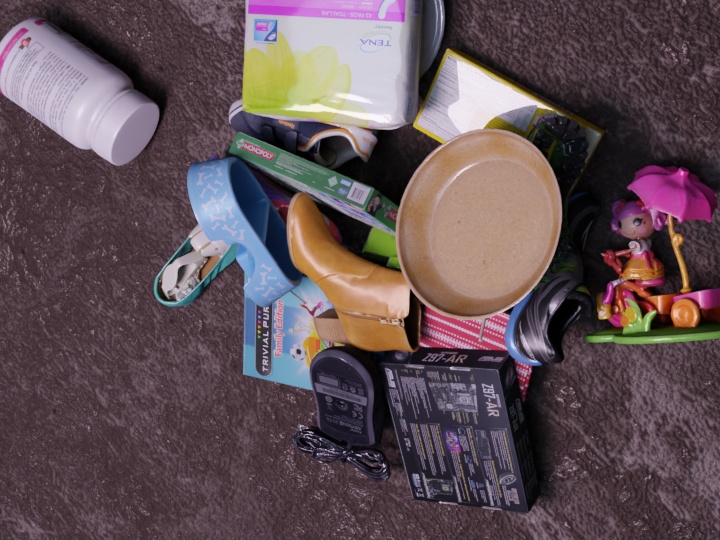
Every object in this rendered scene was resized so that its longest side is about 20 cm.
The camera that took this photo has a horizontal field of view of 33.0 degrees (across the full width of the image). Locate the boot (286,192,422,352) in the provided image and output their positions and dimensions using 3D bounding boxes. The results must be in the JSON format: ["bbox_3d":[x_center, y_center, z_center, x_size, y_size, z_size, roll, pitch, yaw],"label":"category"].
[{"bbox_3d":[0.000,0.001,1.418,0.144,0.071,0.202,0,114,33],"label":"boot"}]

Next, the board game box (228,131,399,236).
[{"bbox_3d":[-0.040,-0.096,1.409,0.200,0.135,0.029,25,88,30],"label":"board game box"}]

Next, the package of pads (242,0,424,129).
[{"bbox_3d":[-0.032,-0.239,1.354,0.200,0.068,0.155,6,101,17],"label":"package of pads"}]

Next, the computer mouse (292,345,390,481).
[{"bbox_3d":[-0.016,0.161,1.490,0.138,0.053,0.200,19,132,20],"label":"computer mouse"}]

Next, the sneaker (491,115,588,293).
[{"bbox_3d":[0.190,-0.066,1.311,0.078,0.085,0.200,19,94,-6],"label":"sneaker"}]

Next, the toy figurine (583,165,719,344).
[{"bbox_3d":[0.318,-0.019,1.302,0.200,0.150,0.185,-7,88,52],"label":"toy figurine"}]

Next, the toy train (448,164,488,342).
[{"bbox_3d":[0.101,-0.024,1.359,0.116,0.085,0.201,3,81,42],"label":"toy train"}]

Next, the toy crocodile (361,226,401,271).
[{"bbox_3d":[0.095,-0.016,1.431,0.200,0.062,0.068,9,69,26],"label":"toy crocodile"}]

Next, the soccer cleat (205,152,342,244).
[{"bbox_3d":[-0.110,-0.085,1.505,0.200,0.077,0.067,23,135,-3],"label":"soccer cleat"}]

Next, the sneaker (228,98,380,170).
[{"bbox_3d":[-0.073,-0.164,1.443,0.200,0.078,0.080,0,70,25],"label":"sneaker"}]

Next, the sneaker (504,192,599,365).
[{"bbox_3d":[0.226,0.012,1.330,0.083,0.071,0.200,13,77,39],"label":"sneaker"}]

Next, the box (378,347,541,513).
[{"bbox_3d":[0.119,0.190,1.453,0.160,0.044,0.200,0,116,32],"label":"box"}]

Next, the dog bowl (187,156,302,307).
[{"bbox_3d":[-0.129,-0.048,1.418,0.049,0.112,0.200,-20,125,16],"label":"dog bowl"}]

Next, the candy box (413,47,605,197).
[{"bbox_3d":[0.164,-0.160,1.370,0.200,0.026,0.102,32,115,14],"label":"candy box"}]

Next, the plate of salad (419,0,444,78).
[{"bbox_3d":[0.002,-0.296,1.398,0.200,0.048,0.201,7,115,15],"label":"plate of salad"}]

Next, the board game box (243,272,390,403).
[{"bbox_3d":[-0.051,0.075,1.533,0.200,0.047,0.151,10,109,23],"label":"board game box"}]

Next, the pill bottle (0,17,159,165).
[{"bbox_3d":[-0.364,-0.227,1.558,0.200,0.113,0.114,35,117,13],"label":"pill bottle"}]

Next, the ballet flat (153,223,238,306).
[{"bbox_3d":[-0.203,-0.022,1.564,0.067,0.070,0.200,46,118,11],"label":"ballet flat"}]

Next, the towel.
[{"bbox_3d":[0.133,0.119,1.447,0.144,0.022,0.200,22,126,19],"label":"towel"}]

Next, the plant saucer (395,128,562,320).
[{"bbox_3d":[0.127,-0.046,1.261,0.200,0.035,0.201,-9,75,36],"label":"plant saucer"}]
